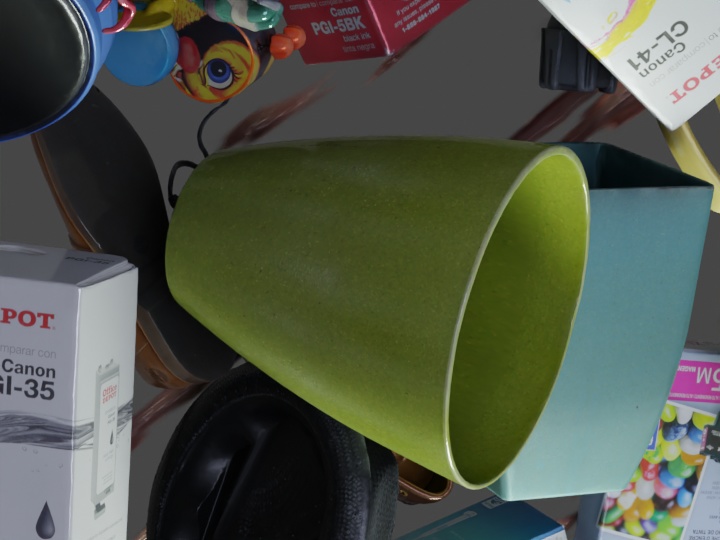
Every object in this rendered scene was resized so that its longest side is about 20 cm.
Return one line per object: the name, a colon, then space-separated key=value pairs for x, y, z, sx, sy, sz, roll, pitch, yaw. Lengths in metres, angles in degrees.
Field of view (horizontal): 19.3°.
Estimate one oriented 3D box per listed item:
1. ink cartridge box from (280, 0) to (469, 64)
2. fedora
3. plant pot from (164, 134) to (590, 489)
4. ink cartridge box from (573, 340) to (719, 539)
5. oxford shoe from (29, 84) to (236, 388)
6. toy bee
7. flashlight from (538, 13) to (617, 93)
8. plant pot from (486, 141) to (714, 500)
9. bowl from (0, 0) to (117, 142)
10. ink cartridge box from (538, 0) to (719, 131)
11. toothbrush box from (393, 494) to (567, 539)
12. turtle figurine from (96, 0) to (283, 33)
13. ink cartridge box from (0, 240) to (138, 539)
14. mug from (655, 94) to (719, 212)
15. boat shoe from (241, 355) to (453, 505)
ink cartridge box: x=0.001 y=-0.242 z=1.220 sx=0.147 sy=0.083 sz=0.201 roll=-38 pitch=114 yaw=-32
fedora: x=-0.040 y=0.151 z=1.260 sx=0.091 sy=0.200 sz=0.202 roll=10 pitch=96 yaw=-45
plant pot: x=0.000 y=0.000 z=1.164 sx=0.187 sy=0.198 sz=0.189 roll=-45 pitch=144 yaw=-48
ink cartridge box: x=0.209 y=0.148 z=1.432 sx=0.118 sy=0.042 sz=0.202 roll=5 pitch=99 yaw=-24
oxford shoe: x=-0.149 y=-0.018 z=1.231 sx=0.071 sy=0.071 sz=0.201 roll=-29 pitch=96 yaw=-43
toy bee: x=-0.088 y=-0.142 z=1.208 sx=0.201 sy=0.108 sz=0.132 roll=55 pitch=33 yaw=-32
flashlight: x=0.145 y=-0.212 z=1.314 sx=0.067 sy=0.068 sz=0.202 roll=-1 pitch=98 yaw=-47
plant pot: x=0.118 y=0.033 z=1.317 sx=0.140 sy=0.141 sz=0.202 roll=-3 pitch=104 yaw=-23
bowl: x=-0.228 y=-0.135 z=1.108 sx=0.199 sy=0.200 sz=0.040 roll=21 pitch=52 yaw=-25
ink cartridge box: x=0.166 y=-0.199 z=1.207 sx=0.147 sy=0.086 sz=0.200 roll=-39 pitch=125 yaw=18
toothbrush box: x=0.044 y=0.252 z=1.355 sx=0.198 sy=0.085 sz=0.148 roll=-20 pitch=107 yaw=-17
turtle figurine: x=-0.097 y=-0.189 z=1.061 sx=0.100 sy=0.200 sz=0.151 roll=-13 pitch=101 yaw=6
ink cartridge box: x=-0.208 y=0.090 z=1.178 sx=0.145 sy=0.083 sz=0.202 roll=7 pitch=100 yaw=16
mug: x=0.277 y=-0.138 z=1.341 sx=0.149 sy=0.187 sz=0.154 roll=-25 pitch=106 yaw=30
boat shoe: x=-0.007 y=0.069 z=1.305 sx=0.072 sy=0.067 sz=0.200 roll=-45 pitch=114 yaw=-9
